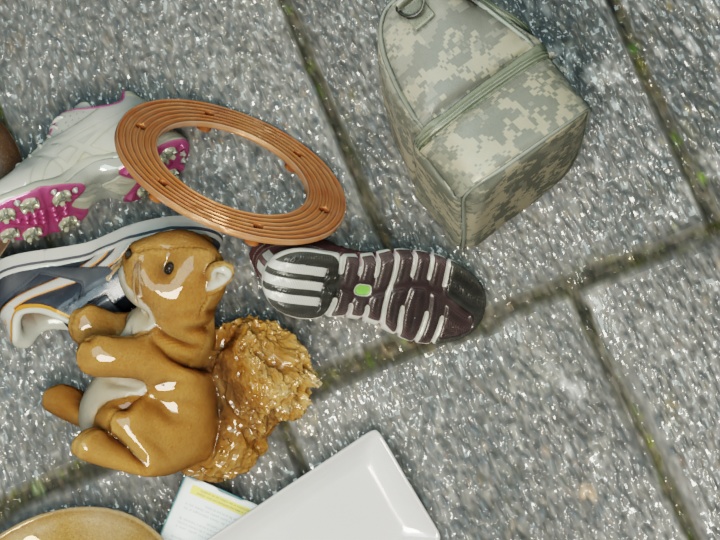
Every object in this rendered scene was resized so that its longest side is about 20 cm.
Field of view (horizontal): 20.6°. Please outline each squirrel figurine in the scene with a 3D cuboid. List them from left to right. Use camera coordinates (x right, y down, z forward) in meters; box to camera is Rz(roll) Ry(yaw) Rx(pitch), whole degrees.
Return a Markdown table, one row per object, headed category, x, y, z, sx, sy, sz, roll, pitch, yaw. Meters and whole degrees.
| category | x | y | z | sx | sy | sz | roll | pitch | yaw |
| --- | --- | --- | --- | --- | --- | --- | --- | --- | --- |
| squirrel figurine | -0.135 | 0.066 | 1.580 | 0.199 | 0.142 | 0.187 | 19 | 96 | -16 |

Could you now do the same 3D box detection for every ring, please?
| category | x | y | z | sx | sy | sz | roll | pitch | yaw |
| --- | --- | --- | --- | --- | --- | --- | --- | --- | --- |
| ring | -0.107 | -0.078 | 1.618 | 0.200 | 0.200 | 0.019 | 31 | 119 | 10 |

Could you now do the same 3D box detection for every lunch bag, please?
| category | x | y | z | sx | sy | sz | roll | pitch | yaw |
| --- | --- | --- | --- | --- | --- | --- | --- | --- | --- |
| lunch bag | 0.084 | -0.134 | 1.592 | 0.139 | 0.200 | 0.168 | -38 | 78 | -5 |

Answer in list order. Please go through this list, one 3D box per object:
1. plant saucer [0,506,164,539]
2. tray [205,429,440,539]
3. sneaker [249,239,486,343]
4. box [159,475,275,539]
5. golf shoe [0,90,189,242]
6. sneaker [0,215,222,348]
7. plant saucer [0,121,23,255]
| category | x | y | z | sx | sy | sz | roll | pitch | yaw |
| --- | --- | --- | --- | --- | --- | --- | --- | --- | --- |
| plant saucer | -0.230 | 0.273 | 1.529 | 0.200 | 0.035 | 0.201 | -9 | 45 | 9 |
| tray | -0.043 | 0.223 | 1.575 | 0.200 | 0.022 | 0.108 | -32 | 96 | -17 |
| sneaker | 0.000 | 0.000 | 1.636 | 0.199 | 0.116 | 0.076 | 12 | 104 | -26 |
| box | -0.141 | 0.274 | 1.592 | 0.082 | 0.049 | 0.200 | 22 | 80 | 8 |
| golf shoe | -0.246 | -0.088 | 1.659 | 0.200 | 0.075 | 0.092 | -22 | 64 | -27 |
| sneaker | -0.205 | 0.014 | 1.642 | 0.199 | 0.078 | 0.080 | -15 | 68 | 12 |
| plant saucer | -0.383 | -0.064 | 1.674 | 0.200 | 0.037 | 0.201 | -4 | 68 | 11 |
